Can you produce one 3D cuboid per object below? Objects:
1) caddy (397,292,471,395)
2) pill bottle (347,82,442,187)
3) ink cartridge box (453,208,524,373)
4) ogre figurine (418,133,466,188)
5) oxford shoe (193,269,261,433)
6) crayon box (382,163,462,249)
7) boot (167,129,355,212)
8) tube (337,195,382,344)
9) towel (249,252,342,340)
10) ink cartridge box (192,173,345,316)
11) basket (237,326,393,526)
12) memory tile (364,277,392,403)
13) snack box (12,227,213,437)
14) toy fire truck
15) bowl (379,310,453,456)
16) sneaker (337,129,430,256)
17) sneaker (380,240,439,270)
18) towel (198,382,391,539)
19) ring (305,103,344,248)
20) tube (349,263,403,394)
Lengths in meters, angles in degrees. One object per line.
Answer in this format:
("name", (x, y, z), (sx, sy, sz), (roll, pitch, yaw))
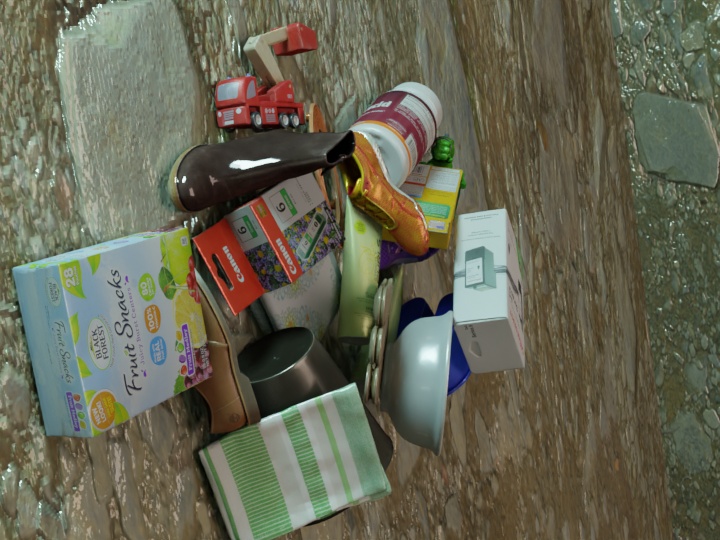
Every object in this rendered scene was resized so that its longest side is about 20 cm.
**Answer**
("caddy", (0.112, 0.127, 1.629), (0.105, 0.141, 0.200), (64, 35, -28))
("pill bottle", (0.051, -0.208, 1.591), (0.200, 0.114, 0.115), (-54, 132, -51))
("ink cartridge box", (0.194, 0.033, 1.557), (0.146, 0.084, 0.201), (62, 26, -50))
("ogre figurine", (0.125, -0.141, 1.730), (0.120, 0.098, 0.201), (-67, 149, -58))
("oxford shoe", (-0.177, 0.089, 1.173), (0.071, 0.071, 0.201), (163, -92, -78))
("crayon box", (0.081, -0.095, 1.576), (0.200, 0.125, 0.052), (-70, 167, -56))
("boot", (-0.113, -0.126, 1.211), (0.200, 0.166, 0.073), (-41, 122, -57))
("tube", (0.000, 0.000, 1.434), (0.058, 0.052, 0.201), (85, 9, -73))
("towel", (-0.092, 0.011, 1.363), (0.171, 0.048, 0.201), (-57, 134, -46))
("ink cartridge box", (-0.105, -0.039, 1.251), (0.200, 0.050, 0.109), (-41, 107, -51))
("basket", (-0.070, 0.184, 1.288), (0.180, 0.136, 0.201), (-40, 118, -29))
("memory tile", (0.025, 0.091, 1.383), (0.200, 0.017, 0.154), (-39, 135, -85))
("snack box", (-0.242, 0.057, 1.047), (0.200, 0.067, 0.170), (-25, 109, -59))
("toy fire truck", (-0.120, -0.252, 1.344), (0.200, 0.049, 0.142), (-14, 97, -61))
("bowl", (0.076, 0.151, 1.437), (0.201, 0.090, 0.202), (6, 90, -85))
("sneaker", (0.022, -0.097, 1.436), (0.077, 0.073, 0.200), (-38, 91, -36))
("sneaker", (0.065, -0.042, 1.620), (0.200, 0.088, 0.081), (-13, 99, -60))
("towel", (-0.076, 0.235, 1.221), (0.023, 0.199, 0.153), (-128, -161, -71))
("ring", (-0.051, -0.128, 1.425), (0.200, 0.019, 0.202), (-9, 90, -84))
("tube", (0.035, 0.089, 1.553), (0.052, 0.058, 0.201), (39, 52, -31))
